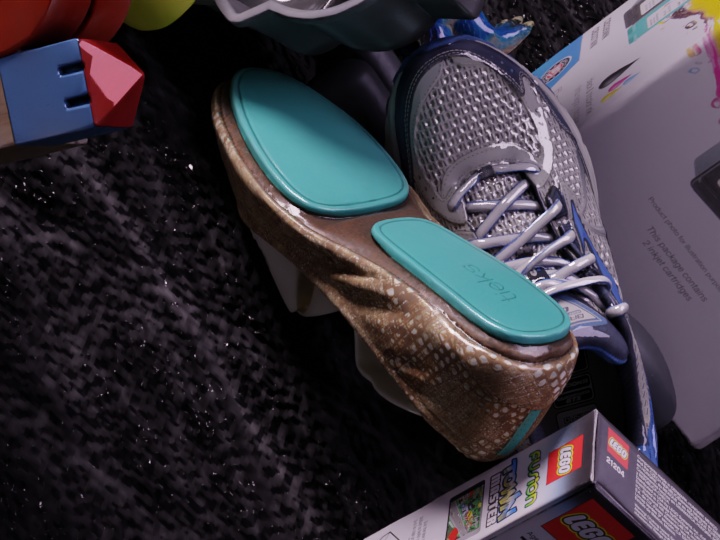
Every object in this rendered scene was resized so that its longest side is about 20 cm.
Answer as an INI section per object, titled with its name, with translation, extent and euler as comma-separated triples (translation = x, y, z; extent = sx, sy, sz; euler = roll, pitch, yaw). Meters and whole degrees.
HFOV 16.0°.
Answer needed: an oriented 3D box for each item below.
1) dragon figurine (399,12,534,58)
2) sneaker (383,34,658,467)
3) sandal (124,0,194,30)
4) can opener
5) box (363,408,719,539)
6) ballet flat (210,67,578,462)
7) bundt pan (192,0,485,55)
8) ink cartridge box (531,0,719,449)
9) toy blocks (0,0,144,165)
[dragon figurine]
translation = 0.018, -0.124, 1.067
extent = 0.099, 0.059, 0.201
euler = 33, 38, -35
[sneaker]
translation = 0.069, 0.007, 0.946
extent = 0.085, 0.077, 0.201
euler = -127, -166, -78
[sandal]
translation = -0.104, -0.189, 0.914
extent = 0.087, 0.079, 0.202
euler = 4, 71, -42
[can opener]
translation = 0.057, -0.012, 1.013
extent = 0.201, 0.067, 0.053
euler = 55, 26, -19
[box]
translation = 0.103, 0.141, 0.907
extent = 0.200, 0.110, 0.035
euler = 42, 34, -25
[ballet flat]
translation = 0.000, 0.000, 0.912
extent = 0.070, 0.066, 0.200
euler = -4, 34, -35
[bundt pan]
translation = 0.005, -0.170, 0.969
extent = 0.076, 0.201, 0.203
euler = 37, 34, -56
[ink cartridge box]
translation = 0.179, -0.059, 1.080
extent = 0.146, 0.200, 0.147
euler = 50, 18, -12
[toy blocks]
translation = -0.109, -0.108, 0.737
extent = 0.100, 0.136, 0.202
euler = -9, 88, -71
